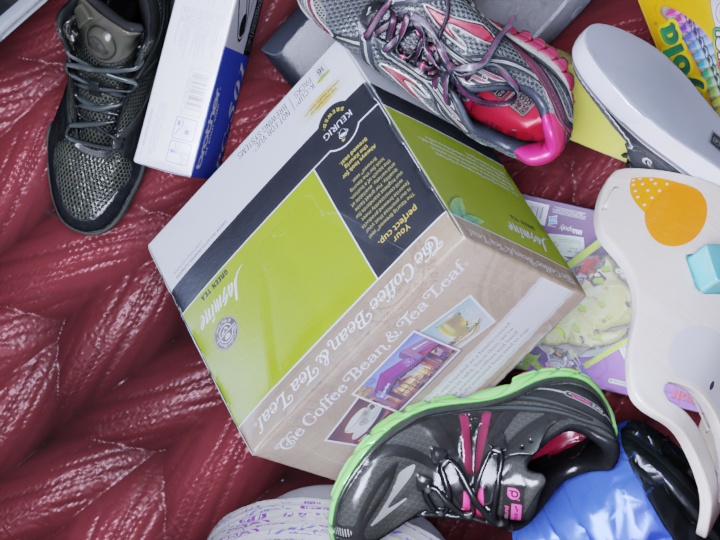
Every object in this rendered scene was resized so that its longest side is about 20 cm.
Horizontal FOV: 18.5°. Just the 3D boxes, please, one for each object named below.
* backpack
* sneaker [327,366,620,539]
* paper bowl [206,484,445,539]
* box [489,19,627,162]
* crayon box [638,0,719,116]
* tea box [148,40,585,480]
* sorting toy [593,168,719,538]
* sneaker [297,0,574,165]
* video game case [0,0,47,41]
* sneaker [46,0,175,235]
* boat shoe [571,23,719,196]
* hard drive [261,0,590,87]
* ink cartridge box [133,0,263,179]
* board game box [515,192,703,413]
[{"bbox_3d":[0.176,0.211,1.447,0.167,0.163,0.200,-30,88,9],"label":"backpack"},{"bbox_3d":[0.072,0.123,1.369,0.199,0.077,0.084,-23,45,-13],"label":"sneaker"},{"bbox_3d":[-0.012,0.221,1.470,0.200,0.201,0.105,10,47,9],"label":"paper bowl"},{"bbox_3d":[0.112,-0.126,1.459,0.199,0.075,0.050,21,103,-15],"label":"box"},{"bbox_3d":[0.265,-0.142,1.454,0.119,0.058,0.201,-23,88,41],"label":"crayon box"},{"bbox_3d":[0.000,0.000,1.419,0.200,0.133,0.197,-45,49,20],"label":"tea box"},{"bbox_3d":[0.212,0.062,1.359,0.107,0.180,0.200,-9,125,31],"label":"sorting toy"},{"bbox_3d":[0.051,-0.137,1.360,0.200,0.075,0.081,28,121,-14],"label":"sneaker"},{"bbox_3d":[-0.295,-0.244,1.513,0.200,0.023,0.182,39,55,5],"label":"video game case"},{"bbox_3d":[-0.179,-0.123,1.510,0.076,0.114,0.200,18,95,8],"label":"sneaker"},{"bbox_3d":[0.204,-0.073,1.419,0.200,0.070,0.066,38,132,-8],"label":"boat shoe"},{"bbox_3d":[0.044,-0.168,1.511,0.200,0.042,0.135,-39,94,6],"label":"hard drive"},{"bbox_3d":[-0.101,-0.164,1.508,0.044,0.094,0.201,15,93,7],"label":"ink cartridge box"},{"bbox_3d":[0.191,0.027,1.509,0.199,0.032,0.120,14,90,7],"label":"board game box"}]
